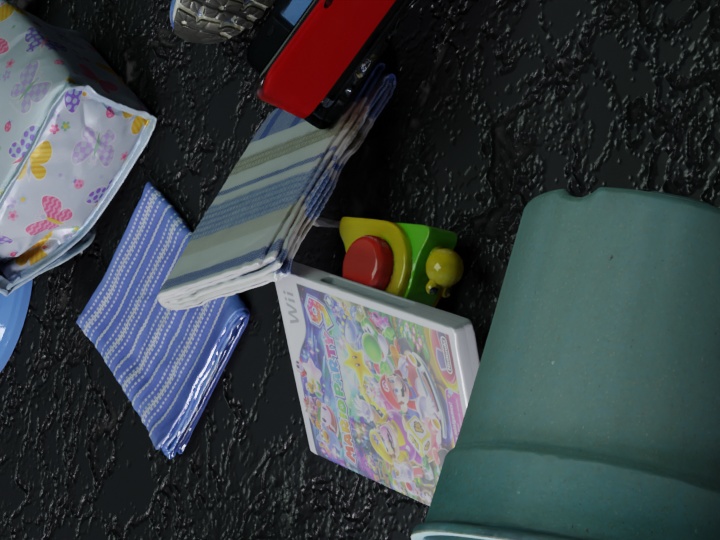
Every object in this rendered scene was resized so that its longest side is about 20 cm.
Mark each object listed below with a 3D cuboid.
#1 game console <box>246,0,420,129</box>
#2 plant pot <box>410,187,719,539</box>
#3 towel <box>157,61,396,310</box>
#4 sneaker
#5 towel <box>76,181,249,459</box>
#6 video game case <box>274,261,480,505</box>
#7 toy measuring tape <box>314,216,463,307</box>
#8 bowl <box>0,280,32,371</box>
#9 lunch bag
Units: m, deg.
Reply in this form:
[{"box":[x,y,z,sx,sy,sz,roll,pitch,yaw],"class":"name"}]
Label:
[{"box":[-0.017,-0.212,1.338,0.200,0.118,0.172,-52,43,7],"class":"game console"},{"box":[0.142,0.070,1.054,0.199,0.199,0.198,-4,70,50],"class":"plant pot"},{"box":[-0.059,-0.058,1.389,0.146,0.024,0.201,-17,36,48],"class":"towel"},{"box":[-0.097,-0.273,1.533,0.089,0.078,0.201,33,98,57],"class":"sneaker"},{"box":[-0.162,0.038,1.563,0.200,0.024,0.145,49,117,46],"class":"towel"},{"box":[0.016,0.080,1.280,0.199,0.018,0.144,18,125,52],"class":"video game case"},{"box":[0.000,0.000,1.336,0.199,0.073,0.074,7,86,52],"class":"toy measuring tape"},{"box":[-0.372,0.014,1.819,0.200,0.039,0.202,-18,67,48],"class":"bowl"},{"box":[-0.289,-0.102,1.680,0.201,0.127,0.170,-56,45,11],"class":"lunch bag"}]
